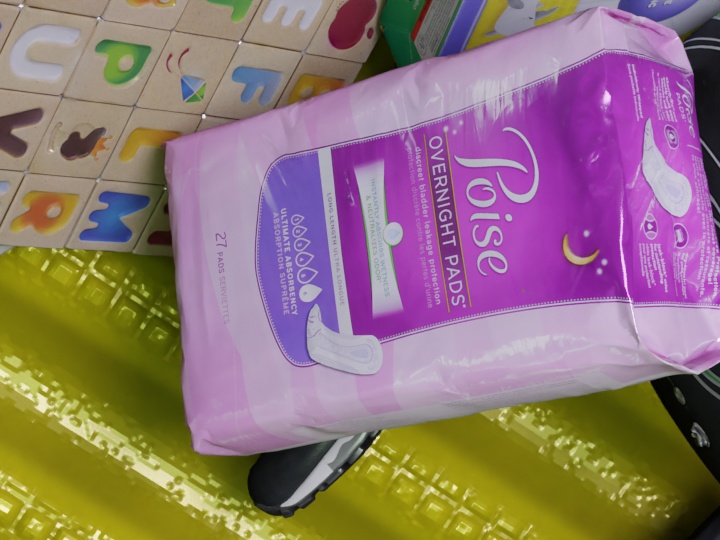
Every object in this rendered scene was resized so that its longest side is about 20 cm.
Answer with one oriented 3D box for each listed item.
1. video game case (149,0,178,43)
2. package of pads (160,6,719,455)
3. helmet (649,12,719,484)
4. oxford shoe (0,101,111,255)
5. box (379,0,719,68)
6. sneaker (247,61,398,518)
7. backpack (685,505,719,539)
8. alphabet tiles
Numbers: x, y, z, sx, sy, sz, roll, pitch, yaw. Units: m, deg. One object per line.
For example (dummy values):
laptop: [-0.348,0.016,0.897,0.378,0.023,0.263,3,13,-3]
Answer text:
video game case: [-0.106,-0.200,0.758,0.142,0.018,0.202,18,96,16]
package of pads: [0.023,-0.008,0.717,0.199,0.075,0.122,-13,80,32]
helmet: [0.184,-0.015,0.769,0.198,0.191,0.201,-7,128,-10]
oxford shoe: [-0.170,-0.019,0.786,0.199,0.058,0.075,-35,72,3]
box: [0.116,-0.124,0.772,0.198,0.118,0.049,-13,64,-22]
sneaker: [0.000,0.000,0.820,0.087,0.076,0.201,34,88,2]
backpack: [0.176,0.214,0.846,0.200,0.154,0.163,44,84,8]
alphabet tiles: [-0.076,-0.074,0.743,0.199,0.006,0.167,3,125,-46]
